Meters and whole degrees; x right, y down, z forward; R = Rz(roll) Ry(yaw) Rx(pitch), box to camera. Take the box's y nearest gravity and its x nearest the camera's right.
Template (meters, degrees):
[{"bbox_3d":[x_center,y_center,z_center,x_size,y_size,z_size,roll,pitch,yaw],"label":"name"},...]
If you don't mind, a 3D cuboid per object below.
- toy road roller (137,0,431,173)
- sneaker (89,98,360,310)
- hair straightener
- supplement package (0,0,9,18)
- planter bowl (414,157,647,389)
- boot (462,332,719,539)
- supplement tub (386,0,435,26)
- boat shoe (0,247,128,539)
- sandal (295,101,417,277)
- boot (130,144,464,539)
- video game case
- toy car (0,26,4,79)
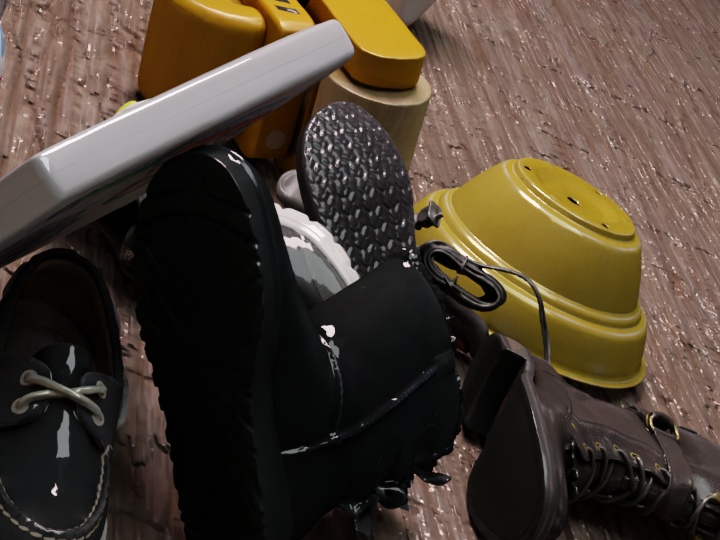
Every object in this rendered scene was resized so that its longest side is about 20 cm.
[{"bbox_3d":[-0.057,-0.124,1.091,0.144,0.124,0.200,-2,35,-28],"label":"toy road roller"},{"bbox_3d":[-0.084,-0.007,0.906,0.199,0.075,0.084,39,44,17],"label":"sneaker"},{"bbox_3d":[0.033,0.000,1.001,0.199,0.077,0.041,34,37,2],"label":"hair straightener"},{"bbox_3d":[-0.225,-0.115,0.739,0.120,0.202,0.120,24,-14,-11],"label":"supplement package"},{"bbox_3d":[0.123,-0.016,1.111,0.199,0.084,0.201,26,20,-10],"label":"planter bowl"},{"bbox_3d":[0.146,0.111,0.924,0.173,0.070,0.201,25,23,-11],"label":"boot"},{"bbox_3d":[-0.009,-0.323,1.487,0.199,0.146,0.144,36,25,11],"label":"supplement tub"},{"bbox_3d":[-0.131,0.055,0.708,0.073,0.061,0.200,23,20,-16],"label":"boat shoe"},{"bbox_3d":[0.000,0.000,0.949,0.074,0.045,0.202,-1,69,-35],"label":"sandal"},{"bbox_3d":[-0.019,0.028,0.763,0.073,0.201,0.162,5,18,36],"label":"boot"},{"bbox_3d":[-0.119,-0.039,0.741,0.200,0.181,0.024,-34,95,-49],"label":"video game case"},{"bbox_3d":[-0.248,-0.180,0.871,0.175,0.201,0.185,21,26,-20],"label":"toy car"}]
